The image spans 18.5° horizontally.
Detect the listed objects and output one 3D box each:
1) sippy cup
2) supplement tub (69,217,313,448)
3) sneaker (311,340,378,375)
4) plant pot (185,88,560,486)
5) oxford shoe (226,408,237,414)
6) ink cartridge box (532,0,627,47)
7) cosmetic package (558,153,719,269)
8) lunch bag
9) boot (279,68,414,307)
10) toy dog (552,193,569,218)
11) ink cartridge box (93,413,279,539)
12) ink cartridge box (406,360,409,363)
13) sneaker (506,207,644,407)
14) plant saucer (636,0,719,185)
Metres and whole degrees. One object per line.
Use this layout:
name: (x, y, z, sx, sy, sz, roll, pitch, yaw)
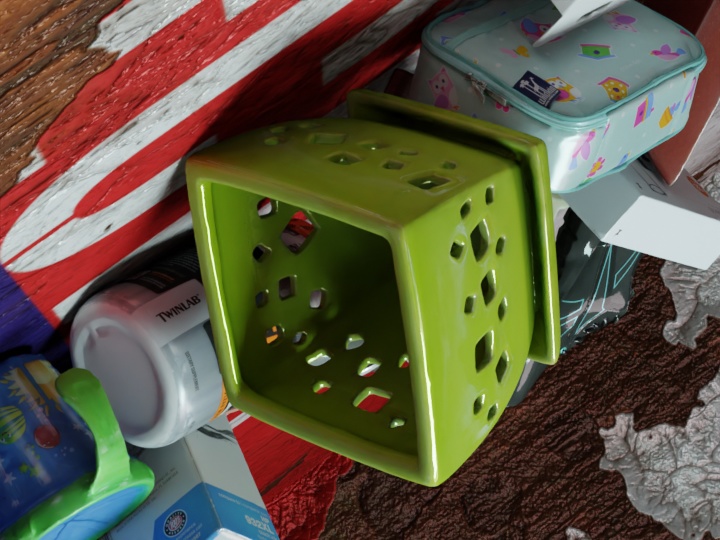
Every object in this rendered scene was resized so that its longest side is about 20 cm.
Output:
sippy cup: (-0.238, 0.136, 1.595, 0.177, 0.131, 0.140, -36, 168, 10)
supplement tub: (-0.107, 0.039, 1.646, 0.200, 0.123, 0.123, -30, 169, -40)
sneaker: (-0.061, 0.046, 1.799, 0.199, 0.074, 0.079, 2, 151, -9)
plant pot: (0.023, -0.004, 1.470, 0.181, 0.198, 0.201, -33, 128, -39)
oxford shoe: (-0.113, 0.092, 1.908, 0.200, 0.071, 0.074, -26, 169, -49)
ink cartridge box: (0.179, -0.242, 1.464, 0.116, 0.068, 0.200, -28, 168, -40)
cosmetic package: (0.194, -0.077, 1.694, 0.052, 0.151, 0.200, -47, 154, 18)
lunch bag: (0.135, -0.139, 1.559, 0.200, 0.160, 0.077, -27, 145, -43)
boot: (0.030, -0.029, 1.643, 0.186, 0.064, 0.201, 30, 84, -49)
toy dog: (0.053, -0.031, 1.804, 0.200, 0.193, 0.140, -21, -127, 58)
ink cartridge box: (-0.162, 0.175, 1.695, 0.145, 0.201, 0.084, -42, 139, 18)
ink cartridge box: (0.040, 0.032, 1.982, 0.076, 0.148, 0.200, -40, -177, 27)
sneaker: (0.174, 0.030, 1.788, 0.201, 0.079, 0.075, -60, -166, 9)
plant saucer: (0.247, -0.192, 1.685, 0.200, 0.037, 0.201, -102, -146, -64)
